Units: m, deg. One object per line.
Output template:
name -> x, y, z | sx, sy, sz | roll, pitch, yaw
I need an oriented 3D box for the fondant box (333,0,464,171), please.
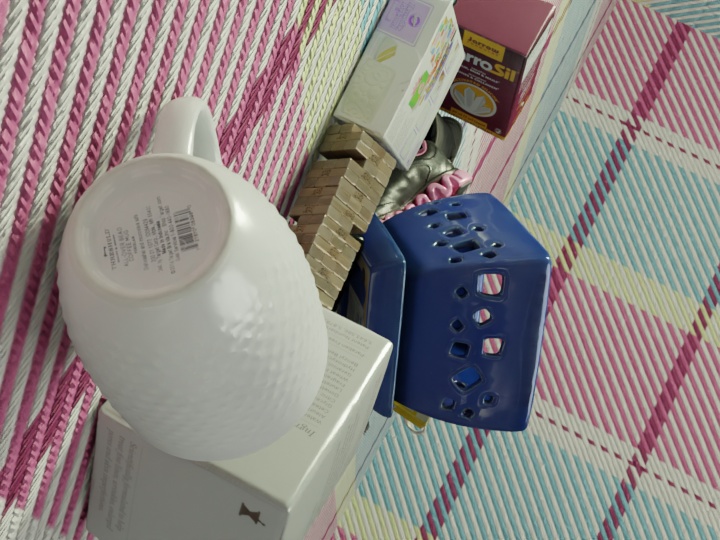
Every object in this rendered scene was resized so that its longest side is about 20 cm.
fondant box -> 0.045, -0.190, 1.132 | 0.145, 0.058, 0.200 | -63, 171, 0

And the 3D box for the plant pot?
plant pot -> 0.075, 0.040, 1.167 | 0.200, 0.179, 0.201 | -119, -149, -64

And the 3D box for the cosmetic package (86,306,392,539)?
cosmetic package -> -0.099, 0.137, 0.916 | 0.200, 0.164, 0.165 | -54, 166, -47

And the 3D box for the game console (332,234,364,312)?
game console -> -0.088, 0.028, 1.128 | 0.201, 0.118, 0.171 | -66, -159, 18

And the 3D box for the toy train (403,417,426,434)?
toy train -> 0.011, 0.149, 1.528 | 0.056, 0.199, 0.151 | -46, 137, -43

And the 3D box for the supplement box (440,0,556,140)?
supplement box -> 0.164, -0.266, 1.404 | 0.086, 0.110, 0.200 | -59, 169, -21

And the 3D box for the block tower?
block tower -> -0.033, -0.038, 1.015 | 0.058, 0.054, 0.201 | 37, 66, -38

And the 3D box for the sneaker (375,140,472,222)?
sneaker -> 0.032, -0.090, 1.294 | 0.200, 0.096, 0.079 | -29, 168, -29

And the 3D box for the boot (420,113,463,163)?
boot -> 0.082, -0.126, 1.459 | 0.200, 0.072, 0.183 | -49, 152, -76

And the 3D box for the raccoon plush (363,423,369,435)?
raccoon plush -> -0.068, 0.177, 1.271 | 0.200, 0.134, 0.097 | -56, 169, -36

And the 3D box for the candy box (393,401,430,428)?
candy box -> 0.014, 0.085, 1.282 | 0.102, 0.200, 0.026 | -58, -175, -29

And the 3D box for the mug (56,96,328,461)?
mug -> -0.101, -0.007, 0.662 | 0.176, 0.147, 0.201 | 79, 9, -64
